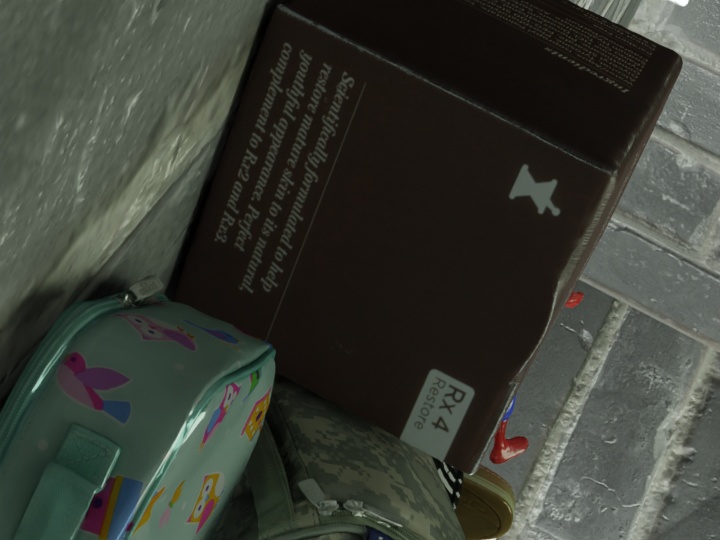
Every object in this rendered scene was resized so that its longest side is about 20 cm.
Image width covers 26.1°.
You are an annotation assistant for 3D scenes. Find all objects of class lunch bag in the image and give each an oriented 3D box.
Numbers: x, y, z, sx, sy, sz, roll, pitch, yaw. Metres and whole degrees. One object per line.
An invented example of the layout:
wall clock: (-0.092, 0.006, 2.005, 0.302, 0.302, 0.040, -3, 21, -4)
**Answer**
lunch bag: (-0.109, 0.100, 0.596, 0.201, 0.077, 0.160, -64, 171, 6)
lunch bag: (-0.024, 0.127, 0.747, 0.138, 0.169, 0.200, -28, -146, 0)

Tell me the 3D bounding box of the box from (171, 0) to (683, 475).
box: (0.038, -0.045, 0.754, 0.167, 0.163, 0.200, -67, 171, 27)

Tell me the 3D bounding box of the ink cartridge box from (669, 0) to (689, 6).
ink cartridge box: (0.185, -0.300, 0.933, 0.201, 0.146, 0.146, -61, 171, -15)

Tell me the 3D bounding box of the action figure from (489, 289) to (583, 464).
action figure: (0.114, 0.031, 1.083, 0.099, 0.065, 0.201, -34, 141, -30)

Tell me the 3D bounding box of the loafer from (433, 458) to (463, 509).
loafer: (0.023, 0.092, 0.955, 0.073, 0.071, 0.201, 59, 32, -33)

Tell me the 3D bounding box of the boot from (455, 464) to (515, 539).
boot: (0.040, 0.118, 1.188, 0.155, 0.198, 0.073, -54, 157, -51)
